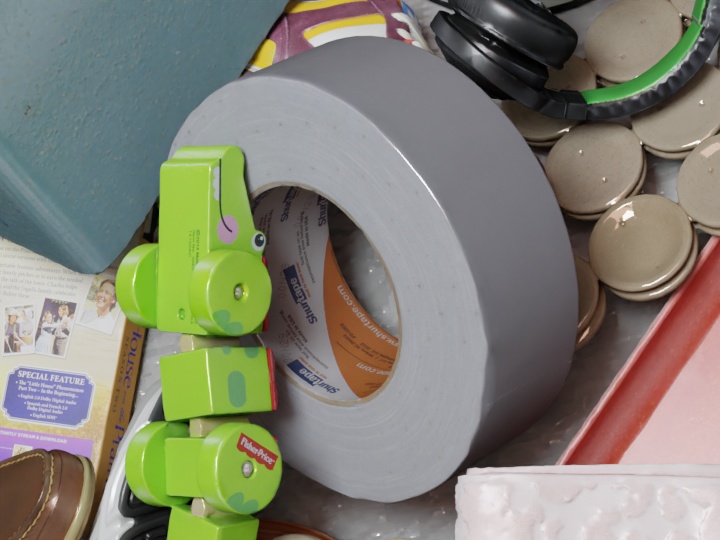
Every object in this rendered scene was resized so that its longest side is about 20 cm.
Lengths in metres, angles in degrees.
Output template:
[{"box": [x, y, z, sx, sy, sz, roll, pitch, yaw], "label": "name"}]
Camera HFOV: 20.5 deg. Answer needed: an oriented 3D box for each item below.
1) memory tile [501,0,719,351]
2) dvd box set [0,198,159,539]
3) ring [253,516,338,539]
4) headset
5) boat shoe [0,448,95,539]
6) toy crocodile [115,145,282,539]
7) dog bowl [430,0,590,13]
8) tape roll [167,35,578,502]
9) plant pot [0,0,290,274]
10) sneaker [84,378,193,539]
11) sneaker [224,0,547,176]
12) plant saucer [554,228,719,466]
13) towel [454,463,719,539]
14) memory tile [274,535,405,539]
[{"box": [0.132, -0.060, 0.942, 0.199, 0.017, 0.154, -34, 52, 7], "label": "memory tile"}, {"box": [-0.182, 0.036, 1.024, 0.145, 0.029, 0.201, 5, 78, 19], "label": "dvd box set"}, {"box": [-0.055, 0.218, 0.946, 0.199, 0.019, 0.202, -5, 74, 17], "label": "ring"}, {"box": [0.069, -0.141, 0.922, 0.199, 0.094, 0.124, 8, 108, -8], "label": "headset"}, {"box": [-0.204, 0.138, 0.943, 0.200, 0.067, 0.072, -33, 40, 33], "label": "boat shoe"}, {"box": [-0.063, 0.045, 0.881, 0.067, 0.062, 0.201, -4, 88, 46], "label": "toy crocodile"}, {"box": [0.076, -0.233, 0.993, 0.199, 0.074, 0.201, -4, 75, 15], "label": "dog bowl"}, {"box": [0.000, 0.000, 0.896, 0.200, 0.066, 0.201, 24, 126, 38], "label": "tape roll"}, {"box": [-0.183, -0.152, 0.942, 0.196, 0.200, 0.196, 21, 71, 39], "label": "plant pot"}, {"box": [-0.118, 0.144, 0.932, 0.092, 0.076, 0.201, 1, 73, 47], "label": "sneaker"}, {"box": [0.017, -0.090, 0.964, 0.199, 0.075, 0.090, 24, 68, 29], "label": "sneaker"}, {"box": [0.194, 0.108, 0.888, 0.199, 0.037, 0.200, 34, 89, 22], "label": "plant saucer"}, {"box": [0.137, 0.180, 0.825, 0.190, 0.032, 0.201, -2, 81, 2], "label": "towel"}, {"box": [0.037, 0.196, 0.885, 0.199, 0.017, 0.154, -1, 81, 20], "label": "memory tile"}]
